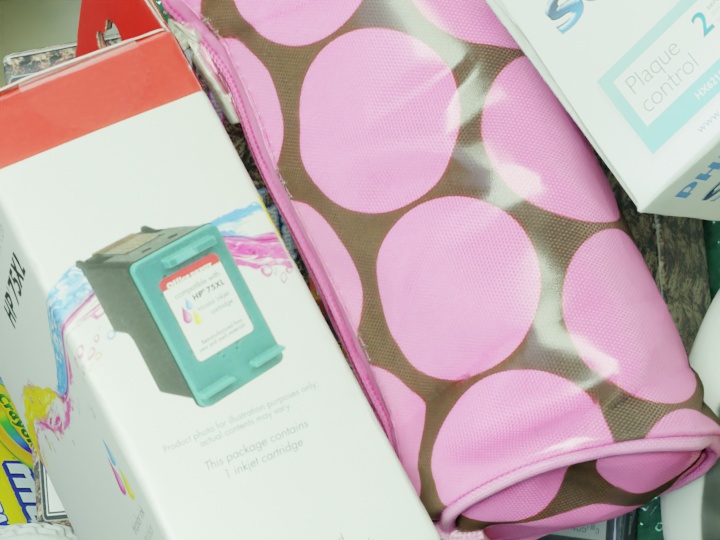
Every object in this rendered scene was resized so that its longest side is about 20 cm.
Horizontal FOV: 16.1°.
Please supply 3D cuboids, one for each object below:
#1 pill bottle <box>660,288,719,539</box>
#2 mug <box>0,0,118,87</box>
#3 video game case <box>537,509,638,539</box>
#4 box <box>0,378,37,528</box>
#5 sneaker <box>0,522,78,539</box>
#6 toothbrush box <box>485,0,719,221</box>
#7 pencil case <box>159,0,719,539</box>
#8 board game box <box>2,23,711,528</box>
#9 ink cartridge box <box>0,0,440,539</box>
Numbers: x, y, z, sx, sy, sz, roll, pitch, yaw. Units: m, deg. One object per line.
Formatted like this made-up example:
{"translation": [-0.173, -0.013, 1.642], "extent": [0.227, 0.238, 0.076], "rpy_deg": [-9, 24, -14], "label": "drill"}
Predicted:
{"translation": [0.193, 0.063, 0.694], "extent": [0.199, 0.114, 0.115], "rpy_deg": [14, 95, 32], "label": "pill bottle"}
{"translation": [-0.180, -0.054, 0.913], "extent": [0.153, 0.149, 0.187], "rpy_deg": [35, 88, 41], "label": "mug"}
{"translation": [0.032, -0.012, 0.850], "extent": [0.142, 0.019, 0.201], "rpy_deg": [5, 89, 28], "label": "video game case"}
{"translation": [-0.218, 0.135, 0.866], "extent": [0.200, 0.192, 0.122], "rpy_deg": [-46, 58, 30], "label": "box"}
{"translation": [-0.068, 0.177, 0.776], "extent": [0.075, 0.114, 0.201], "rpy_deg": [-19, 118, 11], "label": "sneaker"}
{"translation": [0.144, -0.087, 0.682], "extent": [0.146, 0.200, 0.085], "rpy_deg": [-43, 67, 22], "label": "toothbrush box"}
{"translation": [0.017, -0.019, 0.690], "extent": [0.093, 0.091, 0.201], "rpy_deg": [-24, 74, -7], "label": "pencil case"}
{"translation": [0.000, 0.000, 0.801], "extent": [0.199, 0.097, 0.160], "rpy_deg": [-7, 85, 27], "label": "board game box"}
{"translation": [-0.060, 0.018, 0.705], "extent": [0.200, 0.067, 0.116], "rpy_deg": [62, 161, 16], "label": "ink cartridge box"}
